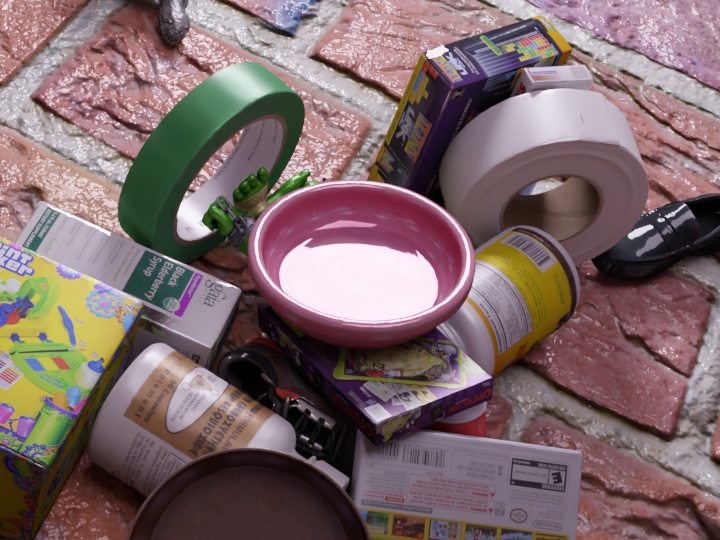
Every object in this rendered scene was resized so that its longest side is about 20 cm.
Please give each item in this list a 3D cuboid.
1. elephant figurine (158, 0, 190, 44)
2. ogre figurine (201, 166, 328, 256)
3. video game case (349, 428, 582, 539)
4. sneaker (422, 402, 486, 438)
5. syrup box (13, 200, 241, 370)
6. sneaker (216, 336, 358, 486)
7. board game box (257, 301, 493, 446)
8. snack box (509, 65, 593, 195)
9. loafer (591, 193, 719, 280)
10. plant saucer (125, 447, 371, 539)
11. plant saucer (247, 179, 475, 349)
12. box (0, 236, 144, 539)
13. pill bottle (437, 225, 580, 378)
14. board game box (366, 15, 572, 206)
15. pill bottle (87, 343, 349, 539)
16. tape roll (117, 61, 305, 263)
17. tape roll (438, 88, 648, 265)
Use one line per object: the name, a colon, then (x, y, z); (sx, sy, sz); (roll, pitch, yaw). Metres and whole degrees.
elephant figurine: (-0.235, -0.363, 1.805); (0.154, 0.142, 0.201); (9, 57, 26)
ogre figurine: (-0.056, -0.031, 1.592); (0.120, 0.098, 0.200); (48, 7, 13)
video game case: (0.084, 0.230, 1.406); (0.198, 0.023, 0.184); (9, 79, -14)
sneaker: (0.032, 0.132, 1.505); (0.199, 0.113, 0.071); (18, 39, 41)
syrup box: (-0.213, 0.026, 1.490); (0.198, 0.082, 0.079); (23, 47, 1)
sneaker: (-0.048, 0.132, 1.450); (0.199, 0.078, 0.082); (32, 16, 23)
board game box: (0.009, 0.069, 1.450); (0.119, 0.033, 0.200); (-22, 39, -23)
snack box: (0.162, -0.126, 1.688); (0.071, 0.201, 0.024); (-7, 54, -26)
loafer: (0.324, -0.042, 1.767); (0.199, 0.071, 0.068); (-16, 57, -32)
plant saucer: (-0.087, 0.236, 1.316); (0.198, 0.034, 0.203); (0, 92, -4)
plant saucer: (0.000, 0.000, 1.469); (0.198, 0.051, 0.202); (3, 41, -3)
box: (-0.311, 0.084, 1.372); (0.198, 0.122, 0.193); (25, 46, 2)
pill bottle: (0.111, 0.044, 1.581); (0.109, 0.110, 0.199); (43, 49, 18)
board game box: (0.105, -0.149, 1.687); (0.164, 0.201, 0.057); (-23, 62, -35)
pill bottle: (-0.115, 0.157, 1.389); (0.199, 0.115, 0.115); (31, 46, 7)
tape roll: (-0.135, -0.096, 1.546); (0.048, 0.201, 0.200); (39, 48, 16)
tape roll: (0.180, -0.084, 1.658); (0.200, 0.203, 0.071); (3, 49, -19)
